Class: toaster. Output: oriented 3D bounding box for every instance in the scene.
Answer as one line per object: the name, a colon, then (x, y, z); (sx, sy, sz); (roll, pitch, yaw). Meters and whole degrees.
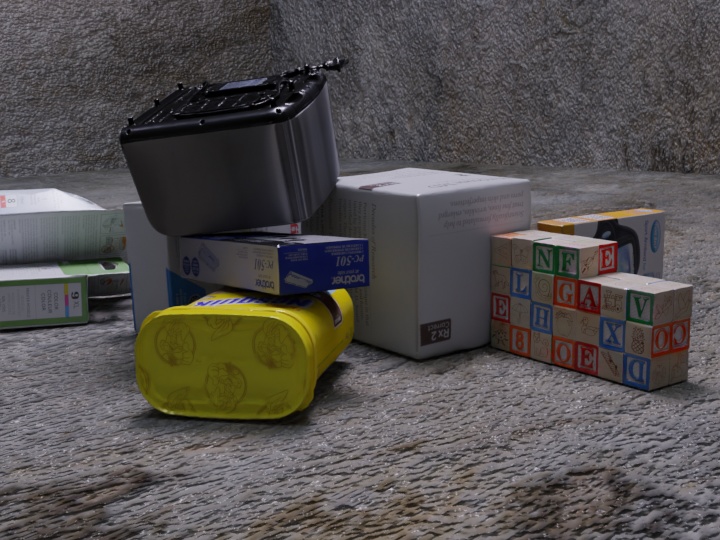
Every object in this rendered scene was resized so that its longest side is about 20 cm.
toaster: (-0.114, -0.126, 1.018); (0.198, 0.120, 0.181); (-6, 23, 13)

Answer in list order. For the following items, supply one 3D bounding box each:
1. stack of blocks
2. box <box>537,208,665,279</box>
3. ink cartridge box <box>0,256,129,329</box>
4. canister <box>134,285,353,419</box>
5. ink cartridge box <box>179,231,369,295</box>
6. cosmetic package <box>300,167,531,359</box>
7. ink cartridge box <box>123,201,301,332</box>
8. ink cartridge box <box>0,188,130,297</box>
stack of blocks: (0.211, 0.031, 0.959); (0.058, 0.116, 0.199); (-8, 13, -36)
box: (0.276, -0.003, 1.127); (0.199, 0.120, 0.041); (-8, 13, -34)
ink cartridge box: (-0.369, 0.027, 1.179); (0.198, 0.060, 0.104); (-4, 11, -21)
canister: (-0.092, 0.061, 0.901); (0.147, 0.087, 0.200); (0, 9, 11)
ink cartridge box: (-0.084, -0.010, 0.938); (0.093, 0.045, 0.199); (-5, 6, -33)
cosmetic package: (0.057, -0.016, 1.085); (0.164, 0.167, 0.199); (-11, 14, -38)
ink cartridge box: (-0.155, -0.013, 1.141); (0.199, 0.146, 0.084); (-11, 11, -43)
ink cartridge box: (-0.352, -0.033, 1.249); (0.198, 0.163, 0.050); (-7, 51, -23)
